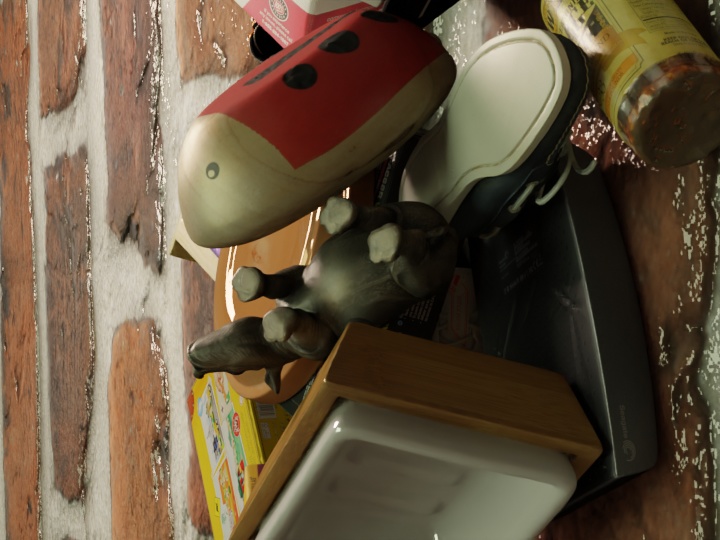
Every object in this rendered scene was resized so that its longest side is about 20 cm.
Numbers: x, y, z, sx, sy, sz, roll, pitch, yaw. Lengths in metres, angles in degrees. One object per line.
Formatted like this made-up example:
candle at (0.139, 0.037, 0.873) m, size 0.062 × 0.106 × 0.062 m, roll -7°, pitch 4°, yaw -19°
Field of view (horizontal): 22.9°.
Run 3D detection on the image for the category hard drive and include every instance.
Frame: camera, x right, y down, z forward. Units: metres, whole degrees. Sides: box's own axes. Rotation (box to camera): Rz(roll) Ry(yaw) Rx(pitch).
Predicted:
hard drive at (0.115, 0.037, 1.030) m, size 0.135 × 0.042 × 0.201 m, roll 133°, pitch 132°, yaw -60°

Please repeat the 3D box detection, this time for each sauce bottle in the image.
sauce bottle at (0.133, -0.136, 0.953) m, size 0.200 × 0.066 × 0.066 m, roll -116°, pitch 33°, yaw -47°

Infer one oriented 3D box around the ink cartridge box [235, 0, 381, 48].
ink cartridge box at (-0.036, -0.275, 1.266) m, size 0.145 × 0.084 × 0.201 m, roll 46°, pitch 141°, yaw 31°

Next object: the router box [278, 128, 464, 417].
router box at (0.000, 0.000, 1.137) m, size 0.150 × 0.062 × 0.201 m, roll 32°, pitch 106°, yaw 67°

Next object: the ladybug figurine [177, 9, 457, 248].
ladybug figurine at (-0.028, -0.089, 1.014) m, size 0.135 × 0.200 × 0.072 m, roll -5°, pitch 120°, yaw 55°

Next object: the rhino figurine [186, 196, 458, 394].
rhino figurine at (-0.026, 0.020, 1.004) m, size 0.200 × 0.087 × 0.060 m, roll -34°, pitch 65°, yaw 33°

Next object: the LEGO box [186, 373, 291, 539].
LEGO box at (-0.074, 0.153, 1.449) m, size 0.149 × 0.077 × 0.201 m, roll 119°, pitch 143°, yaw -51°

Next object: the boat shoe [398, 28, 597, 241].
boat shoe at (0.082, -0.067, 0.975) m, size 0.200 × 0.061 × 0.075 m, roll 124°, pitch 140°, yaw -55°

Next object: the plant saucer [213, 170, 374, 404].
plant saucer at (-0.050, -0.015, 1.139) m, size 0.200 × 0.032 × 0.201 m, roll -44°, pitch 38°, yaw 49°

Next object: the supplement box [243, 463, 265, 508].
supplement box at (-0.035, 0.255, 1.275) m, size 0.131 × 0.103 × 0.201 m, roll -106°, pitch 19°, yaw -70°

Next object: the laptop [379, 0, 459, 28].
laptop at (0.050, -0.249, 1.097) m, size 0.103 × 0.200 × 0.177 m, roll 43°, pitch 143°, yaw 10°

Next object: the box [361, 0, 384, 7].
box at (0.011, -0.277, 1.038) m, size 0.125 × 0.097 × 0.201 m, roll 121°, pitch 169°, yaw -54°

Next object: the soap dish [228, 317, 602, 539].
soap dish at (0.025, 0.114, 1.009) m, size 0.200 × 0.156 × 0.082 m, roll 120°, pitch 160°, yaw -52°

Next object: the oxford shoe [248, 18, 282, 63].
oxford shoe at (-0.058, -0.196, 1.405) m, size 0.200 × 0.072 × 0.072 m, roll -144°, pitch 56°, yaw -63°

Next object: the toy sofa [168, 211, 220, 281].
toy sofa at (-0.083, -0.025, 1.427) m, size 0.200 × 0.082 × 0.098 m, roll 40°, pitch 114°, yaw 64°

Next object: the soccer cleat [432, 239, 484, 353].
soccer cleat at (0.058, 0.041, 1.141) m, size 0.085 × 0.068 × 0.201 m, roll 114°, pitch 152°, yaw -53°
